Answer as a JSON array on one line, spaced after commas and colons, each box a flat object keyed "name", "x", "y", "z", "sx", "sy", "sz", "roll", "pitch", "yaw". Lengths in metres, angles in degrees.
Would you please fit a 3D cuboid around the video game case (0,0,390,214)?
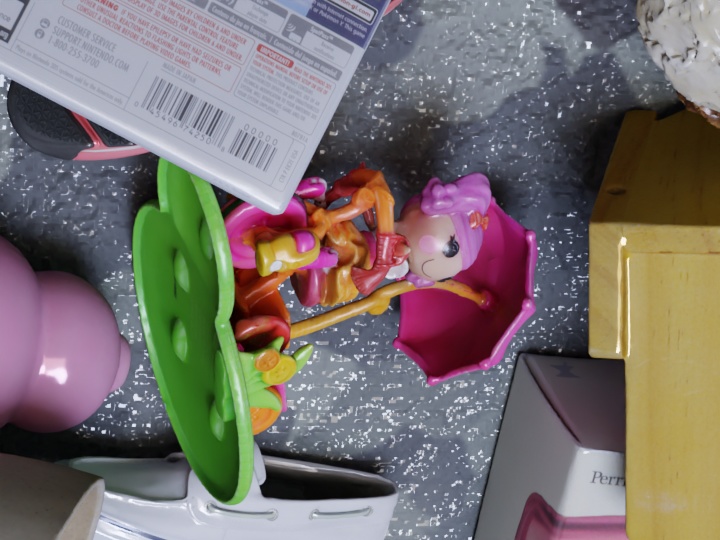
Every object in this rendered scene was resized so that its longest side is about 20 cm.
[{"name": "video game case", "x": -0.081, "y": -0.148, "z": 0.780, "sx": 0.200, "sy": 0.023, "sz": 0.183, "roll": 27, "pitch": 86, "yaw": -10}]

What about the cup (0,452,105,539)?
[{"name": "cup", "x": -0.218, "y": 0.157, "z": 0.830, "sx": 0.143, "sy": 0.200, "sz": 0.201, "roll": 23, "pitch": 109, "yaw": 2}]

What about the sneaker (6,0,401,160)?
[{"name": "sneaker", "x": -0.065, "y": -0.095, "z": 0.851, "sx": 0.200, "sy": 0.087, "sz": 0.074, "roll": -27, "pitch": 81, "yaw": -17}]

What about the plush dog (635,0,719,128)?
[{"name": "plush dog", "x": 0.210, "y": -0.119, "z": 0.834, "sx": 0.171, "sy": 0.161, "sz": 0.200, "roll": -4, "pitch": 132, "yaw": 13}]

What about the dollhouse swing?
[{"name": "dollhouse swing", "x": 0.222, "y": 0.033, "z": 0.913, "sx": 0.199, "sy": 0.182, "sz": 0.176, "roll": 1, "pitch": 119, "yaw": 17}]

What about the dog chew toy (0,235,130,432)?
[{"name": "dog chew toy", "x": -0.205, "y": 0.029, "z": 0.878, "sx": 0.199, "sy": 0.125, "sz": 0.125, "roll": 12, "pitch": 111, "yaw": -27}]

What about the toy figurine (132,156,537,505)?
[{"name": "toy figurine", "x": 0.000, "y": 0.000, "z": 0.901, "sx": 0.184, "sy": 0.150, "sz": 0.200, "roll": -16, "pitch": 141, "yaw": -19}]

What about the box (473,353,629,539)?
[{"name": "box", "x": 0.138, "y": 0.160, "z": 1.019, "sx": 0.127, "sy": 0.109, "sz": 0.201, "roll": 5, "pitch": 114, "yaw": -15}]

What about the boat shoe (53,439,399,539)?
[{"name": "boat shoe", "x": -0.072, "y": 0.114, "z": 0.976, "sx": 0.200, "sy": 0.074, "sz": 0.067, "roll": 13, "pitch": 111, "yaw": -32}]
